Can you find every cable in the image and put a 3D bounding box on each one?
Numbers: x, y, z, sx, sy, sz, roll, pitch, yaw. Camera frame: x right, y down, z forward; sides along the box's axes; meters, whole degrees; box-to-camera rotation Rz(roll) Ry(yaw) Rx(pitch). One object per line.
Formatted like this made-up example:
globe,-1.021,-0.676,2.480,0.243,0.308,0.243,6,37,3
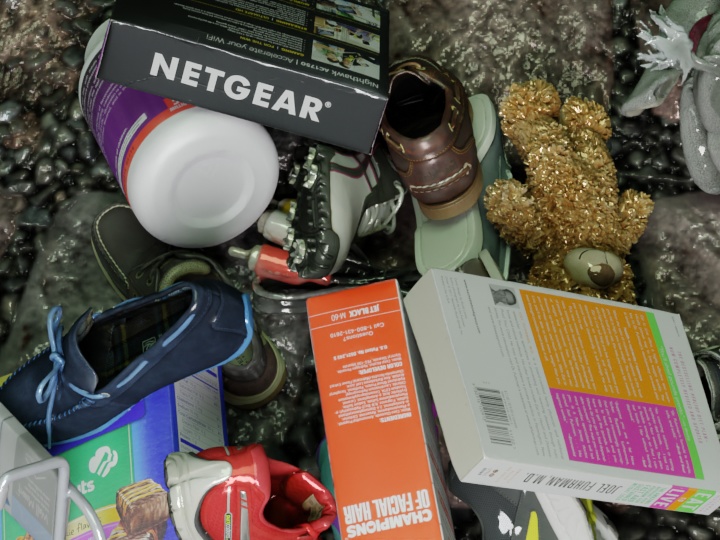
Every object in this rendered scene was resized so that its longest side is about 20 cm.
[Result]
cable,0.000,0.000,1.220,0.198,0.051,0.097,12,44,16

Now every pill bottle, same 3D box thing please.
pill bottle,-0.142,-0.113,1.253,0.112,0.113,0.200,-27,43,-7

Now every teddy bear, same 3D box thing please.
teddy bear,0.152,-0.047,1.200,0.067,0.145,0.201,-27,38,41

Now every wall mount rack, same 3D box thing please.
wall mount rack,-0.245,0.161,1.076,0.074,0.175,0.200,-17,40,-39

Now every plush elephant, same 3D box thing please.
plush elephant,0.275,-0.149,1.228,0.199,0.165,0.155,30,25,-13

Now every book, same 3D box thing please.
book,0.130,0.076,1.032,0.199,0.048,0.135,13,46,-33

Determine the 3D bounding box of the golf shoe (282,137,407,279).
golf shoe,-0.006,-0.054,1.200,0.087,0.078,0.201,18,29,-9

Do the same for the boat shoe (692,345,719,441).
boat shoe,0.245,0.086,1.143,0.198,0.064,0.071,-20,61,-4

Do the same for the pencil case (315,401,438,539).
pencil case,0.032,0.189,1.105,0.092,0.085,0.202,-23,61,13

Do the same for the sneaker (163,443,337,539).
sneaker,-0.050,0.164,1.059,0.084,0.200,0.078,-16,61,14

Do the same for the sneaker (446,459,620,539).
sneaker,0.121,0.184,1.078,0.084,0.074,0.202,-20,97,21

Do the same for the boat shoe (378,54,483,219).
boat shoe,0.045,-0.116,1.226,0.070,0.071,0.200,-27,30,5

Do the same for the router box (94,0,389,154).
router box,-0.079,-0.162,1.203,0.198,0.051,0.150,15,31,-8

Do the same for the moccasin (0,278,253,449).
moccasin,-0.163,0.048,1.079,0.199,0.068,0.081,-30,58,20

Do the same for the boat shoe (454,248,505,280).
boat shoe,0.095,0.088,1.130,0.059,0.072,0.202,-18,90,6

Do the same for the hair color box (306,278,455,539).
hair color box,0.017,0.122,1.030,0.063,0.111,0.202,-13,61,4

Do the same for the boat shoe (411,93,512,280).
boat shoe,0.080,-0.049,1.235,0.072,0.062,0.201,-27,34,28

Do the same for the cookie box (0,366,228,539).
cookie box,-0.174,0.155,1.126,0.170,0.075,0.202,-21,58,20

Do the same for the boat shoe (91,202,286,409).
boat shoe,-0.126,0.012,1.227,0.073,0.065,0.200,-41,67,-17
